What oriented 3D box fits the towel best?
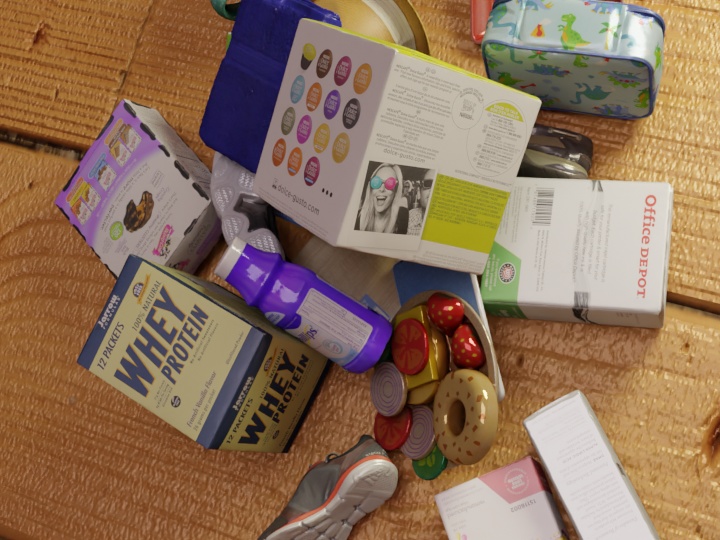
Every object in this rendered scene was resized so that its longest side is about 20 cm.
[{"bbox_3d":[-0.102,-0.216,1.293,0.147,0.049,0.202,31,107,34],"label":"towel"}]

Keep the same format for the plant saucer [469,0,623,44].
[{"bbox_3d":[0.221,-0.374,1.328,0.198,0.037,0.203,4,101,36],"label":"plant saucer"}]

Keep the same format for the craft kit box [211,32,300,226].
[{"bbox_3d":[-0.087,-0.165,1.356,0.198,0.048,0.200,24,118,29],"label":"craft kit box"}]

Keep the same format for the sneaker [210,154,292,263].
[{"bbox_3d":[-0.127,-0.045,1.342,0.074,0.114,0.202,-13,60,0],"label":"sneaker"}]

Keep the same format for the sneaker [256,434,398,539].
[{"bbox_3d":[-0.043,0.262,1.279,0.199,0.077,0.082,-38,37,9],"label":"sneaker"}]

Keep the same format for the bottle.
[{"bbox_3d":[-0.063,0.036,1.222,0.199,0.083,0.066,33,67,-10],"label":"bottle"}]

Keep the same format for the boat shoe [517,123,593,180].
[{"bbox_3d":[0.179,-0.149,1.318,0.198,0.075,0.074,22,70,17],"label":"boat shoe"}]

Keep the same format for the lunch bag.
[{"bbox_3d":[0.238,-0.237,1.269,0.197,0.161,0.084,10,73,19],"label":"lunch bag"}]

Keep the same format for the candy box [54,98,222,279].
[{"bbox_3d":[-0.269,-0.082,1.420,0.200,0.071,0.168,47,108,24],"label":"candy box"}]

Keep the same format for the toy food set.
[{"bbox_3d":[0.075,0.123,1.232,0.197,0.048,0.203,-28,67,48],"label":"toy food set"}]

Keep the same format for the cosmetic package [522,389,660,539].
[{"bbox_3d":[0.246,0.233,1.161,0.073,0.102,0.202,-30,68,9],"label":"cosmetic package"}]

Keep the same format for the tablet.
[{"bbox_3d":[0.096,0.063,1.258,0.130,0.014,0.203,-32,64,47],"label":"tablet"}]

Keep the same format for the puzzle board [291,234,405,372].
[{"bbox_3d":[0.000,0.000,1.357,0.150,0.017,0.200,42,91,23],"label":"puzzle board"}]

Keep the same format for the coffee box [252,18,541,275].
[{"bbox_3d":[0.034,-0.132,1.191,0.199,0.198,0.200,33,109,53],"label":"coffee box"}]

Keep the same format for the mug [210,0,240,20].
[{"bbox_3d":[-0.101,-0.403,1.454,0.182,0.114,0.154,-11,72,16],"label":"mug"}]

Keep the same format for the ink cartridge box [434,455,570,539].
[{"bbox_3d":[0.168,0.312,1.181,0.115,0.067,0.202,-24,68,10],"label":"ink cartridge box"}]

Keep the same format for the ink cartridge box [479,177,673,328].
[{"bbox_3d":[0.240,-0.020,1.244,0.197,0.084,0.148,4,76,19],"label":"ink cartridge box"}]

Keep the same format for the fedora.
[{"bbox_3d":[-0.009,-0.272,1.341,0.200,0.202,0.082,34,59,24],"label":"fedora"}]

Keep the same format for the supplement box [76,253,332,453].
[{"bbox_3d":[-0.169,0.098,1.277,0.198,0.199,0.136,28,91,23],"label":"supplement box"}]
